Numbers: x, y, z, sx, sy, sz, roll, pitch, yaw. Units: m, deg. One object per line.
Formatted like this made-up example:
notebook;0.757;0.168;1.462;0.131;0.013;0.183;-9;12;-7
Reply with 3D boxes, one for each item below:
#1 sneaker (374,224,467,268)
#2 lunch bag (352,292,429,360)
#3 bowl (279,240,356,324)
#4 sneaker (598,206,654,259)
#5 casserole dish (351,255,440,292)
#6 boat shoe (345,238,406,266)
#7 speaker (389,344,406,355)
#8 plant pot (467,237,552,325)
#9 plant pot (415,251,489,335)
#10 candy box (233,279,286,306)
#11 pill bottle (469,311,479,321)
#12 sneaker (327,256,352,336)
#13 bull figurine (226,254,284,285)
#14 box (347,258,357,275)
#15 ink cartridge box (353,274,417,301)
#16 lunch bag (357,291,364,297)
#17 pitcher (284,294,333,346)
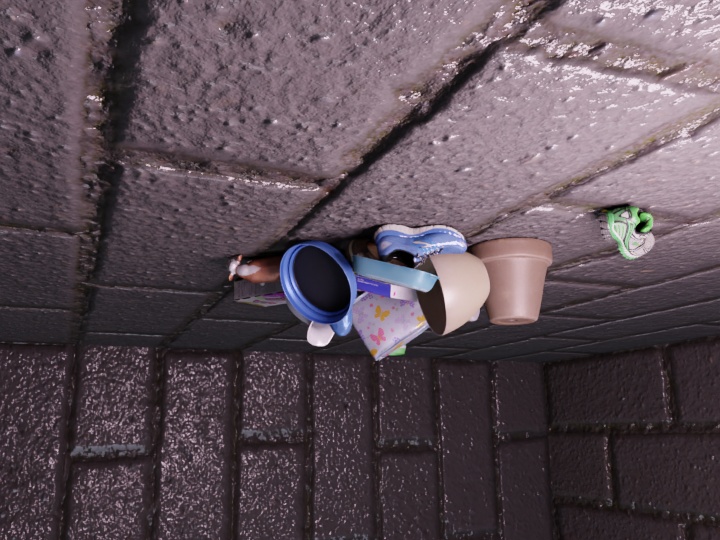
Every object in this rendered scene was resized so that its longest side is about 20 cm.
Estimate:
sneaker;0.128;-0.042;1.444;0.196;0.091;0.079;-1;152;-4
lunch bag;0.083;0.116;1.799;0.199;0.171;0.127;-35;170;3
bowl;-0.094;0.025;1.562;0.198;0.203;0.039;-11;-162;37
sneaker;0.552;-0.075;1.375;0.084;0.080;0.198;-12;162;38
casserole dish;0.069;0.008;1.441;0.197;0.040;0.121;13;178;23
boat shoe;0.062;-0.028;1.568;0.200;0.076;0.074;12;156;-42
speaker;0.090;0.141;1.984;0.087;0.204;0.089;0;169;0
plant pot;0.352;0.032;1.609;0.196;0.178;0.200;1;167;0
plant pot;0.214;0.031;1.551;0.132;0.204;0.200;-15;169;-12
candy box;-0.241;0.054;1.920;0.197;0.062;0.136;-9;165;35
pill bottle;0.245;0.103;2.035;0.197;0.113;0.111;-8;165;28
sneaker;-0.057;0.053;1.617;0.065;0.204;0.078;-5;174;2
bull figurine;-0.230;-0.001;1.685;0.196;0.066;0.121;-2;171;18
box;0.000;0.000;1.698;0.069;0.066;0.200;1;166;-8
ink cartridge box;0.057;0.041;1.599;0.093;0.038;0.199;14;178;28
lunch bag;-0.062;0.108;1.952;0.162;0.119;0.200;-24;173;-10
pitcher;-0.104;0.064;1.737;0.172;0.201;0.121;-46;133;10
